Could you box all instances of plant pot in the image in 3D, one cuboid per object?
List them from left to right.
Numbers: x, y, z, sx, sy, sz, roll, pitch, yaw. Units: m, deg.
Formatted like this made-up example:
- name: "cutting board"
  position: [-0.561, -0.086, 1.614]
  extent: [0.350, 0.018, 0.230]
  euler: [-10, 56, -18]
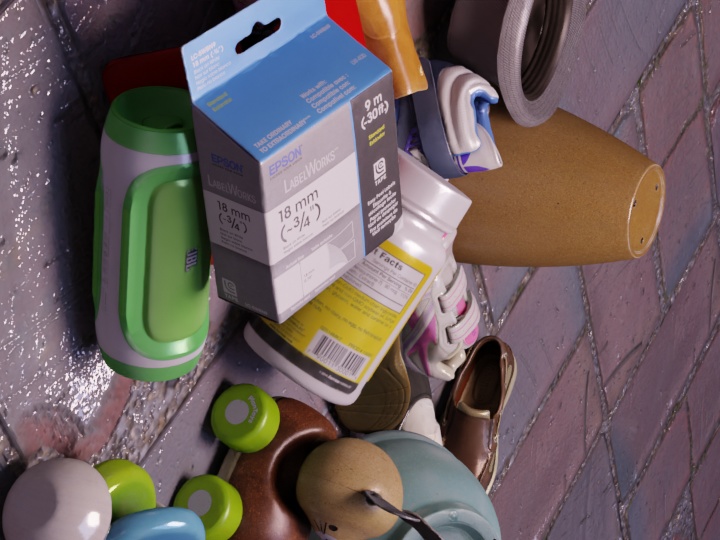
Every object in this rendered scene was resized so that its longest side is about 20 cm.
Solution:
- name: "plant pot"
  position: [0.051, 0.259, 1.598]
  extent: [0.198, 0.134, 0.202]
  euler: [-4, 99, -25]
- name: "plant pot"
  position: [0.192, -0.080, 1.724]
  extent: [0.186, 0.198, 0.188]
  euler: [-32, 129, -51]

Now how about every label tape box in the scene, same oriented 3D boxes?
- name: "label tape box"
  position: [-0.042, -0.086, 1.204]
  extent: [0.144, 0.063, 0.201]
  euler: [-38, 137, -37]

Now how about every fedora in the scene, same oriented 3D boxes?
- name: "fedora"
  position: [0.140, -0.233, 1.635]
  extent: [0.200, 0.090, 0.179]
  euler: [24, 83, -69]

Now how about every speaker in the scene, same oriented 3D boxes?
- name: "speaker"
  position: [-0.145, -0.024, 1.239]
  extent: [0.088, 0.088, 0.202]
  euler: [-36, 140, -50]

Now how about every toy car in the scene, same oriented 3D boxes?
- name: "toy car"
  position: [-0.180, 0.239, 1.248]
  extent: [0.175, 0.149, 0.201]
  euler: [46, 63, -57]
- name: "toy car"
  position: [-0.024, 0.200, 1.459]
  extent: [0.164, 0.199, 0.159]
  euler: [45, 64, -58]

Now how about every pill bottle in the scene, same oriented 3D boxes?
- name: "pill bottle"
  position: [0.000, 0.000, 1.445]
  extent: [0.201, 0.114, 0.114]
  euler: [-56, 152, 6]

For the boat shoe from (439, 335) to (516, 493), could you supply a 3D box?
- name: "boat shoe"
  position: [0.112, 0.161, 1.819]
  extent: [0.075, 0.074, 0.204]
  euler: [75, 27, -63]

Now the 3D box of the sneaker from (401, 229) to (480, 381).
- name: "sneaker"
  position: [0.075, 0.028, 1.631]
  extent: [0.082, 0.088, 0.201]
  euler: [-54, 162, -34]

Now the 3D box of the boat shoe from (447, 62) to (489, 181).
- name: "boat shoe"
  position: [0.053, -0.110, 1.604]
  extent: [0.066, 0.070, 0.201]
  euler: [51, 60, -32]

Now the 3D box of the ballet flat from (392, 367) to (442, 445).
- name: "ballet flat"
  position: [0.040, 0.183, 1.707]
  extent: [0.201, 0.068, 0.068]
  euler: [-66, 150, -18]

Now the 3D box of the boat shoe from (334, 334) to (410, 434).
- name: "boat shoe"
  position: [0.009, 0.072, 1.596]
  extent: [0.202, 0.071, 0.066]
  euler: [85, 3, -50]

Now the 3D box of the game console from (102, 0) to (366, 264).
- name: "game console"
  position: [-0.078, -0.116, 1.306]
  extent: [0.173, 0.118, 0.201]
  euler: [-55, 146, -36]

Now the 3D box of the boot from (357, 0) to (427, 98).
- name: "boot"
  position: [0.015, -0.209, 1.378]
  extent: [0.201, 0.070, 0.145]
  euler: [19, 53, -87]

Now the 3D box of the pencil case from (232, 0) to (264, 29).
- name: "pencil case"
  position: [-0.043, -0.169, 1.370]
  extent: [0.201, 0.086, 0.083]
  euler: [69, 25, -44]

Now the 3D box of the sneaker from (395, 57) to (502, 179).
- name: "sneaker"
  position: [0.046, -0.086, 1.510]
  extent: [0.080, 0.145, 0.202]
  euler: [31, 75, -60]
